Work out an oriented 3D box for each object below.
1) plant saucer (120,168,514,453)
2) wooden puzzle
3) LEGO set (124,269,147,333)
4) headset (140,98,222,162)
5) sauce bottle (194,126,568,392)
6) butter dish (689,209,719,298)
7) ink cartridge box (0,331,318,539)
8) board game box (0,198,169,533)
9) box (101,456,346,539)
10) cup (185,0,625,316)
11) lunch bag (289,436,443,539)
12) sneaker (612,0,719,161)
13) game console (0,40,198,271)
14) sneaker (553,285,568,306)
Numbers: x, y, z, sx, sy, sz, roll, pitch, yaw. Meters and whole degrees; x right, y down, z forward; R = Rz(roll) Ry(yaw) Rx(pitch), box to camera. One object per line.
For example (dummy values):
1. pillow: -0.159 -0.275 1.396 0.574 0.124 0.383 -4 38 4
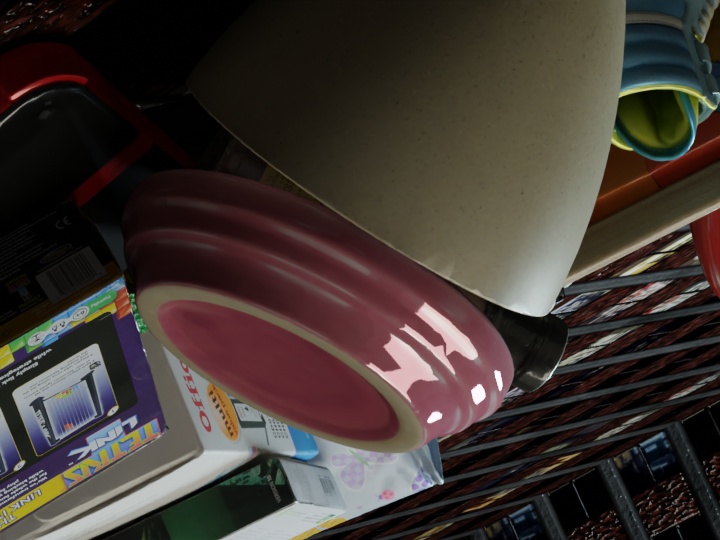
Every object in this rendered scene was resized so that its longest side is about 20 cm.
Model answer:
1. plant saucer: -0.028 0.027 1.210 0.051 0.200 0.201 -63 180 -19
2. wooden puzzle: 0.155 -0.091 1.427 0.199 0.185 0.037 -24 131 15
3. LEGO set: -0.211 0.017 1.364 0.199 0.116 0.154 -8 137 -35
4. headset: -0.047 -0.077 1.352 0.199 0.094 0.124 -5 166 -14
5. sauce bottle: 0.009 -0.004 1.262 0.065 0.200 0.065 -52 -162 24
6. butter dish: 0.253 -0.065 1.653 0.147 0.200 0.200 0 134 16
7. ink cartridge box: -0.144 0.077 1.575 0.144 0.148 0.200 -27 168 15
8. board game box: -0.199 0.072 1.248 0.200 0.057 0.165 -30 153 -13
9. box: -0.117 0.175 1.613 0.200 0.036 0.144 -27 168 7
10. cup: 0.042 -0.093 1.188 0.143 0.200 0.200 -56 160 10
11. lunch bag: -0.043 0.087 1.766 0.169 0.200 0.127 -24 124 7
12. sneaker: 0.163 -0.124 1.361 0.200 0.131 0.079 -16 165 -43
13. game console: -0.182 -0.013 1.228 0.200 0.031 0.177 -39 152 5
14. sneaker: 0.114 0.009 1.729 0.200 0.073 0.072 -34 171 -19
